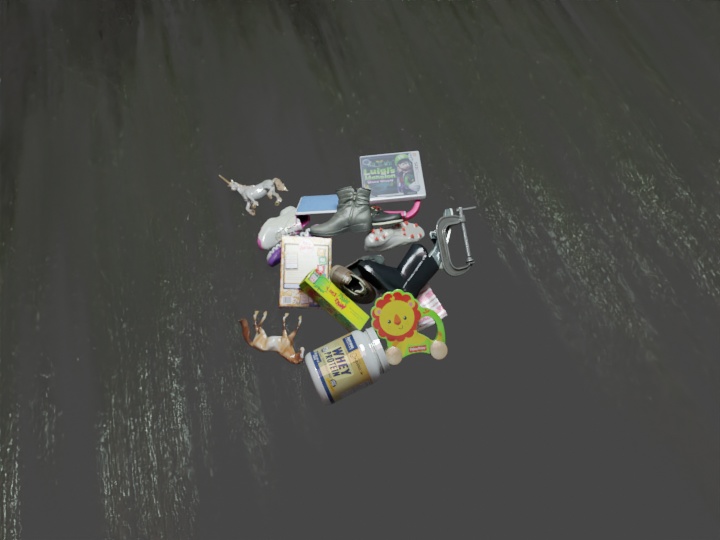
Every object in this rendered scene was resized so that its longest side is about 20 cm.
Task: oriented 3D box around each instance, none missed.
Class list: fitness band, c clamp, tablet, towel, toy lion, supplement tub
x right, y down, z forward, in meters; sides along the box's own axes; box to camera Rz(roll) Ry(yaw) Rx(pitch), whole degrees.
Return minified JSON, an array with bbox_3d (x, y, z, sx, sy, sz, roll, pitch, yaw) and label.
[{"bbox_3d":[0.092,-0.223,1.808,0.194,0.038,0.147,2,62,4],"label":"fitness band"},{"bbox_3d":[0.291,-0.087,1.679,0.167,0.027,0.206,-4,86,-33],"label":"c clamp"},{"bbox_3d":[-0.096,-0.202,1.758,0.194,0.014,0.131,-2,30,6],"label":"tablet"},{"bbox_3d":[0.140,0.080,1.647,0.144,0.030,0.202,-26,64,-9],"label":"towel"},{"bbox_3d":[0.126,0.147,1.549,0.194,0.069,0.198,-6,87,0],"label":"toy lion"},{"bbox_3d":[-0.033,0.246,1.499,0.196,0.145,0.147,-25,62,-5],"label":"supplement tub"}]

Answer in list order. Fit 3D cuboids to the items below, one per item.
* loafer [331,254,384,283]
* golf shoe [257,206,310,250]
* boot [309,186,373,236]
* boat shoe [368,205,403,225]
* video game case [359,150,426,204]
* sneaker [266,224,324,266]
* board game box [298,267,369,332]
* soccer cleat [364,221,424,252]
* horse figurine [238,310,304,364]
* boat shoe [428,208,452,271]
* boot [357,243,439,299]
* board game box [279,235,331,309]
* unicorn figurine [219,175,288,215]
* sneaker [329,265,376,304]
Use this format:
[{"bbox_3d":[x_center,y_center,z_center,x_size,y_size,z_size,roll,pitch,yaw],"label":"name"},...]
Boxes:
[{"bbox_3d":[0.000,0.000,1.650,0.198,0.064,0.072,-31,56,-34],"label":"loafer"},{"bbox_3d":[-0.228,-0.127,1.721,0.090,0.077,0.201,10,42,33],"label":"golf shoe"},{"bbox_3d":[-0.059,-0.173,1.671,0.194,0.068,0.135,-8,98,1],"label":"boot"},{"bbox_3d":[0.035,-0.164,1.726,0.197,0.073,0.065,2,95,29],"label":"boat shoe"},{"bbox_3d":[0.100,-0.296,1.820,0.194,0.024,0.186,-6,58,0],"label":"video game case"},{"bbox_3d":[-0.184,-0.056,1.719,0.197,0.081,0.090,-28,80,-8],"label":"sneaker"},{"bbox_3d":[-0.074,0.084,1.572,0.199,0.101,0.048,42,72,-7],"label":"board game box"},{"bbox_3d":[0.099,-0.098,1.728,0.195,0.078,0.071,-9,61,-24],"label":"soccer cleat"},{"bbox_3d":[-0.244,0.184,1.599,0.194,0.050,0.137,7,79,-2],"label":"horse figurine"},{"bbox_3d":[0.235,-0.099,1.713,0.060,0.073,0.205,11,68,5],"label":"boat shoe"},{"bbox_3d":[0.109,-0.011,1.621,0.198,0.076,0.170,37,72,-2],"label":"boot"},{"bbox_3d":[-0.157,0.006,1.650,0.147,0.046,0.206,2,79,-8],"label":"board game box"},{"bbox_3d":[-0.338,-0.248,1.837,0.195,0.075,0.139,-13,51,-20],"label":"unicorn figurine"},{"bbox_3d":[-0.008,0.055,1.578,0.075,0.199,0.072,31,89,43],"label":"sneaker"}]
